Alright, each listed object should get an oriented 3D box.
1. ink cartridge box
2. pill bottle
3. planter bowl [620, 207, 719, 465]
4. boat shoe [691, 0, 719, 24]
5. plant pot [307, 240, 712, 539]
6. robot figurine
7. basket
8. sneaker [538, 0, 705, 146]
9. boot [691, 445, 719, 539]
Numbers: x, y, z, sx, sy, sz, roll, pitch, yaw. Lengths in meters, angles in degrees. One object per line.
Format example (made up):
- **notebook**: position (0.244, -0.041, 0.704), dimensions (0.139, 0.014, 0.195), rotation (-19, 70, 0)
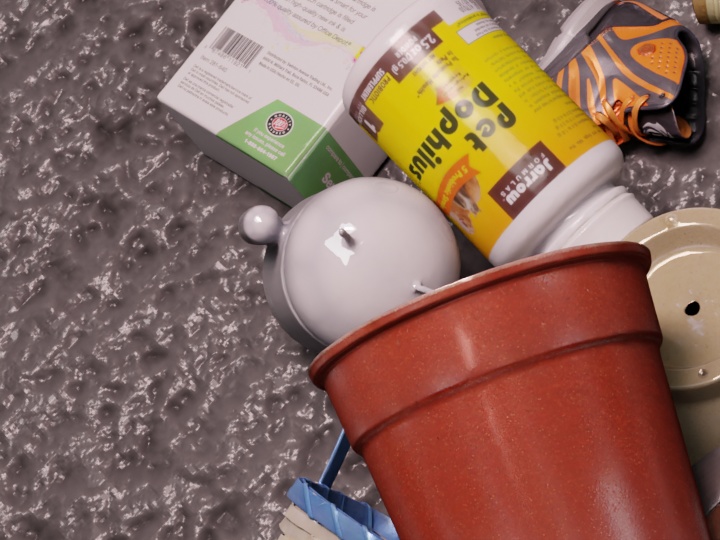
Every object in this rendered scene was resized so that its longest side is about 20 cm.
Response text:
- **ink cartridge box**: position (-0.024, -0.153, 1.570), dimensions (0.145, 0.084, 0.200), rotation (32, 79, 35)
- **pill bottle**: position (0.089, -0.076, 1.379), dimensions (0.109, 0.109, 0.200), rotation (-43, 78, -3)
- **planter bowl**: position (0.213, 0.044, 1.310), dimensions (0.199, 0.135, 0.201), rotation (-11, 58, 19)
- **boat shoe**: position (0.274, -0.261, 1.499), dimensions (0.063, 0.073, 0.201), rotation (6, 68, 22)
- **plant pot**: position (0.096, 0.114, 1.176), dimensions (0.200, 0.201, 0.196), rotation (-22, 76, 13)
- **robot figurine**: position (0.000, 0.000, 1.406), dimensions (0.169, 0.200, 0.113), rotation (20, 84, -8)
- **basket**: position (0.041, 0.170, 1.316), dimensions (0.176, 0.139, 0.200), rotation (25, 84, 30)
- **sneaker**: position (0.156, -0.095, 1.453), dimensions (0.112, 0.078, 0.200), rotation (25, 75, 35)
- **boot**: position (0.281, 0.143, 1.164), dimensions (0.188, 0.069, 0.200), rotation (-36, 52, 0)
